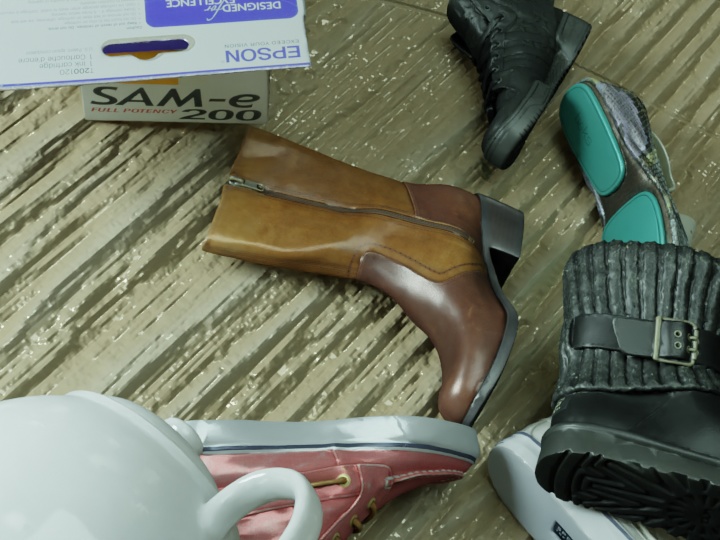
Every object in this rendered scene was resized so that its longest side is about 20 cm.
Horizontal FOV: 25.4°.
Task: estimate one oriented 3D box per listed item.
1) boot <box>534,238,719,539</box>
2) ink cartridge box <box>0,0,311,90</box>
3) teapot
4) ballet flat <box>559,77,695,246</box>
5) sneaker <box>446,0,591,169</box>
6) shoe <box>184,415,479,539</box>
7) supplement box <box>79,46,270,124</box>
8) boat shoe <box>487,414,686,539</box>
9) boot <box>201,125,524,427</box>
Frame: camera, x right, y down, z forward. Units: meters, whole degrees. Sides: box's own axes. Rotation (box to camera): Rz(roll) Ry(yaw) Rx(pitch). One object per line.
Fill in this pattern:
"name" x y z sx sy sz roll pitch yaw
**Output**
"boot" 0.208 0.074 0.928 0.209 0.080 0.159 19 54 -1
"ink cartridge box" -0.135 -0.181 0.991 0.195 0.044 0.202 -4 55 -5
"teapot" -0.127 0.130 0.784 0.199 0.198 0.146 37 60 13
"ballet flat" 0.195 -0.046 1.098 0.071 0.072 0.202 -2 59 -20
"sneaker" 0.099 -0.159 1.147 0.104 0.060 0.200 32 48 3
"shoe" -0.021 0.134 0.905 0.198 0.071 0.092 2 71 -24
"supplement box" -0.120 -0.198 1.075 0.124 0.074 0.202 1 56 -2
"boat shoe" 0.162 0.167 0.943 0.069 0.071 0.200 -28 63 -29
"boot" 0.000 0.000 0.998 0.198 0.069 0.190 16 54 -7
